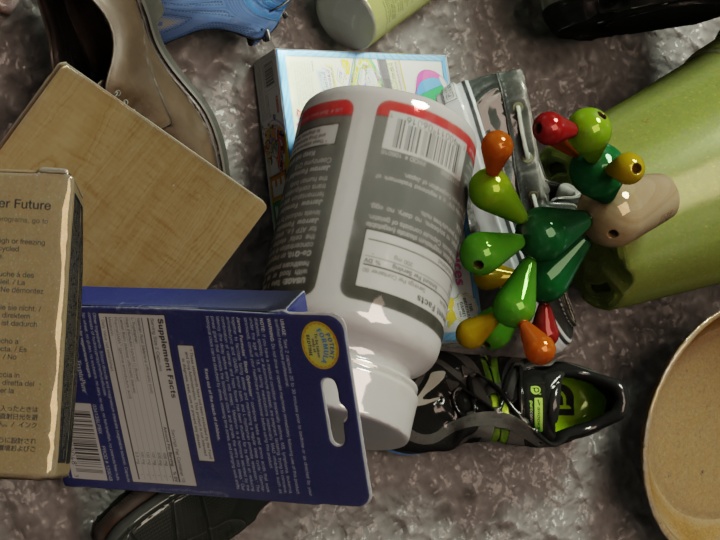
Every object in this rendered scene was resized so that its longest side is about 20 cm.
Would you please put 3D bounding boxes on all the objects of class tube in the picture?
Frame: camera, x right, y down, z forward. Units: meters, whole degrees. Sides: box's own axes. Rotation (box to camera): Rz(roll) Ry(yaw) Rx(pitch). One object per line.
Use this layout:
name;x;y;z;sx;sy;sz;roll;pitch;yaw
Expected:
tube;0.047;-0.220;1.195;0.200;0.052;0.058;-44;149;-36

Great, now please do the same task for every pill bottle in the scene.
pill bottle;0.000;0.000;1.042;0.114;0.114;0.200;21;69;-26

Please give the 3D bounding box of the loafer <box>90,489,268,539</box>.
loafer;-0.086;0.122;1.072;0.200;0.063;0.072;-26;138;-29

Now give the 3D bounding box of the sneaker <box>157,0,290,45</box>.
sneaker;-0.064;-0.200;1.105;0.200;0.089;0.079;-21;51;-16

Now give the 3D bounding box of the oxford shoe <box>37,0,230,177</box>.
oxford shoe;-0.143;-0.099;1.033;0.200;0.073;0.084;64;35;-19

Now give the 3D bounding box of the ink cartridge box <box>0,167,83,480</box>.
ink cartridge box;-0.253;0.027;0.922;0.200;0.075;0.165;3;83;-2

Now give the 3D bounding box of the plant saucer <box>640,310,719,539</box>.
plant saucer;0.273;0.115;1.257;0.200;0.035;0.200;-6;102;-30

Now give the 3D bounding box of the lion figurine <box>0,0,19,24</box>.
lion figurine;-0.220;-0.251;1.028;0.122;0.072;0.200;31;72;-20

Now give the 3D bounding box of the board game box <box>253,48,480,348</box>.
board game box;0.006;-0.045;1.143;0.134;0.034;0.200;-2;79;-30

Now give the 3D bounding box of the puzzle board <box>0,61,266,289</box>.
puzzle board;-0.172;-0.001;1.007;0.151;0.017;0.200;35;96;-25

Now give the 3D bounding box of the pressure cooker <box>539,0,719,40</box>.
pressure cooker;0.201;-0.274;1.209;0.176;0.179;0.200;-10;90;-39

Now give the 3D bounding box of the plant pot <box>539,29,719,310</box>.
plant pot;0.230;-0.060;1.214;0.190;0.200;0.200;-22;95;-17

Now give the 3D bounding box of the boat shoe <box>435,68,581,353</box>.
boat shoe;0.114;-0.038;1.144;0.071;0.072;0.200;-19;109;9

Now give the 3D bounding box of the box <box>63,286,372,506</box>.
box;-0.088;0.070;0.970;0.032;0.200;0.121;-45;132;-57

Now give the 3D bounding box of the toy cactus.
toy cactus;0.136;-0.026;1.062;0.165;0.102;0.200;-17;134;-33

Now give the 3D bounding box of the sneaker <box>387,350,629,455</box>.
sneaker;0.094;0.085;1.157;0.200;0.083;0.071;1;82;-27
